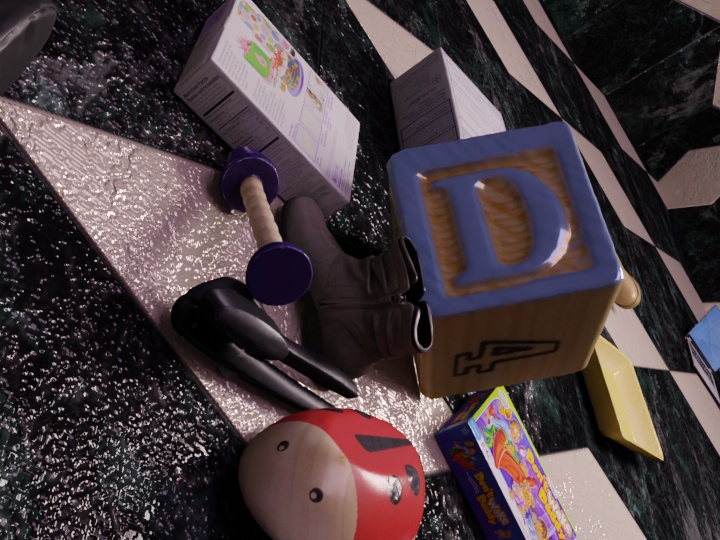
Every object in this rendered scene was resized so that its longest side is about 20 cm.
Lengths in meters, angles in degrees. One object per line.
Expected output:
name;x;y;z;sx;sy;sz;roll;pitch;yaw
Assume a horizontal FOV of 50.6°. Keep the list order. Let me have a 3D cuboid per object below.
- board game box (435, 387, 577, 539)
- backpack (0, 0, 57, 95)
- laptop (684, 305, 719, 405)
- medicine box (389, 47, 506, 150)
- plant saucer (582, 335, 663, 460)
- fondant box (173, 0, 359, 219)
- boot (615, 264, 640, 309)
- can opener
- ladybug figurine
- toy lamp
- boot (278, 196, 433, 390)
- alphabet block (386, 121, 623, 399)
board game box;0.170;0.246;0.865;0.203;0.044;0.134;63;28;2
backpack;-0.280;-0.177;0.409;0.199;0.153;0.165;36;42;-17
laptop;1.059;0.251;2.258;0.188;0.115;0.202;48;31;-23
medicine box;0.143;-0.189;1.135;0.181;0.102;0.203;33;40;-41
plant saucer;0.451;0.227;1.343;0.199;0.048;0.203;31;41;-44
fondant box;-0.086;-0.166;0.785;0.200;0.058;0.146;45;33;-31
boot;0.524;-0.019;1.666;0.199;0.066;0.177;32;28;-44
can opener;-0.071;0.073;0.607;0.200;0.063;0.079;47;4;-43
ladybug figurine;-0.009;0.157;0.581;0.136;0.072;0.199;45;14;26
toy lamp;-0.084;-0.047;0.635;0.058;0.058;0.201;40;16;-34
boot;0.000;0.000;0.706;0.067;0.129;0.204;17;51;-51
alphabet block;0.138;-0.004;0.798;0.201;0.192;0.199;81;0;-60
